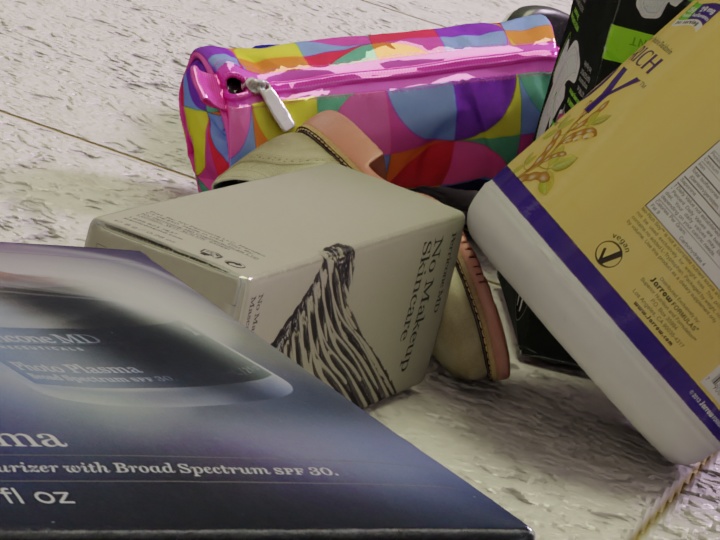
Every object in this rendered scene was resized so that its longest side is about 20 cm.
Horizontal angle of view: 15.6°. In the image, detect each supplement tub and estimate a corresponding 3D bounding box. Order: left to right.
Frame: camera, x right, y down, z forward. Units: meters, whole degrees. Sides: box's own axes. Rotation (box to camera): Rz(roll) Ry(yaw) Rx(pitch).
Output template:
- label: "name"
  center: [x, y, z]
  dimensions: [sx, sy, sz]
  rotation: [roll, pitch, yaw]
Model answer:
- label: "supplement tub"
  center: [0.159, -0.035, 1.069]
  dimensions: [0.145, 0.200, 0.145]
  rotation: [48, 3, -4]

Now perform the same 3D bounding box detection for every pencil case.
- label: "pencil case"
  center: [0.008, -0.077, 1.289]
  dimensions: [0.199, 0.089, 0.088]
  rotation: [-8, 22, -19]

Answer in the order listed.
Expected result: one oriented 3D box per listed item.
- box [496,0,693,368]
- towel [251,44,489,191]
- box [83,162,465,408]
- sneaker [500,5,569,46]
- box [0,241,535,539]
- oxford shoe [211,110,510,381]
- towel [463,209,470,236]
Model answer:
- label: "box"
  center: [0.160, -0.054, 1.207]
  dimensions: [0.148, 0.201, 0.124]
  rotation: [14, 16, -6]
- label: "towel"
  center: [0.023, -0.082, 1.416]
  dimensions: [0.199, 0.050, 0.148]
  rotation: [7, 12, 1]
- label: "box"
  center: [-0.034, 0.015, 1.003]
  dimensions: [0.068, 0.082, 0.200]
  rotation: [20, 17, 21]
- label: "sneaker"
  center: [0.098, -0.115, 1.567]
  dimensions: [0.108, 0.067, 0.201]
  rotation: [24, -2, 33]
- label: "box"
  center: [-0.103, 0.073, 0.644]
  dimensions: [0.200, 0.124, 0.198]
  rotation: [4, 17, -37]
- label: "oxford shoe"
  center: [0.000, 0.000, 1.158]
  dimensions: [0.074, 0.071, 0.200]
  rotation: [-23, 33, -16]
- label: "towel"
  center: [0.156, -0.008, 1.384]
  dimensions: [0.199, 0.023, 0.144]
  rotation: [19, 15, 13]
